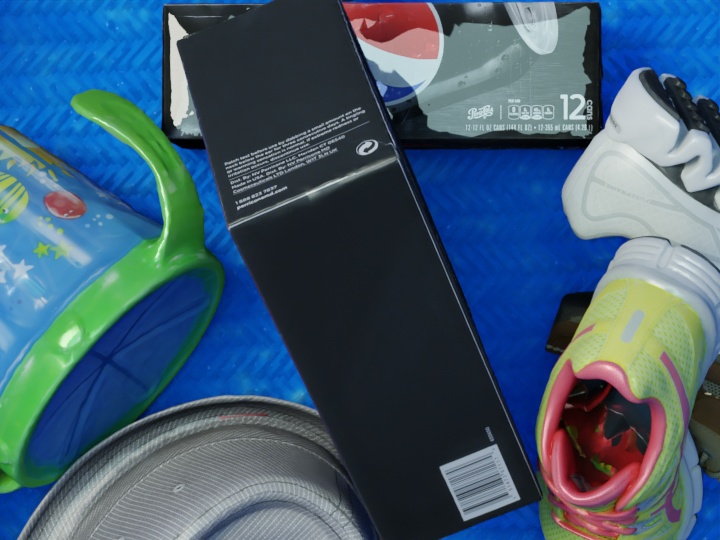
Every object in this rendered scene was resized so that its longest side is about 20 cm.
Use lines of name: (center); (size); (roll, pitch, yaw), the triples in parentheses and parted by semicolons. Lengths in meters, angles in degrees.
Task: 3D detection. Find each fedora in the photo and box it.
fedora: (-0.065, 0.154, 1.094); (0.200, 0.090, 0.177); (-37, 100, -1)

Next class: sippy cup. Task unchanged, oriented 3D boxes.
sippy cup: (-0.152, 0.006, 1.103); (0.130, 0.140, 0.178); (41, 82, 14)

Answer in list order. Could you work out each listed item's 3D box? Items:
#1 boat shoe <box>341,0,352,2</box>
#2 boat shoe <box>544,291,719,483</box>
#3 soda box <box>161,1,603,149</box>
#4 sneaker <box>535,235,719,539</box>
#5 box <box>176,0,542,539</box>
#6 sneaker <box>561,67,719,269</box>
boat shoe: (-0.055, -0.201, 1.128); (0.200, 0.062, 0.075); (39, 107, 12)
boat shoe: (0.178, 0.065, 1.106); (0.199, 0.076, 0.074); (17, 101, 10)
soda box: (0.010, -0.088, 1.119); (0.199, 0.071, 0.064); (0, 89, 3)
sneaker: (0.105, 0.082, 1.063); (0.078, 0.090, 0.201); (19, 135, 19)
box: (0.000, 0.000, 1.037); (0.079, 0.141, 0.200); (-21, 128, 5)
sneaker: (0.178, -0.010, 1.098); (0.200, 0.075, 0.081); (32, 110, -19)
